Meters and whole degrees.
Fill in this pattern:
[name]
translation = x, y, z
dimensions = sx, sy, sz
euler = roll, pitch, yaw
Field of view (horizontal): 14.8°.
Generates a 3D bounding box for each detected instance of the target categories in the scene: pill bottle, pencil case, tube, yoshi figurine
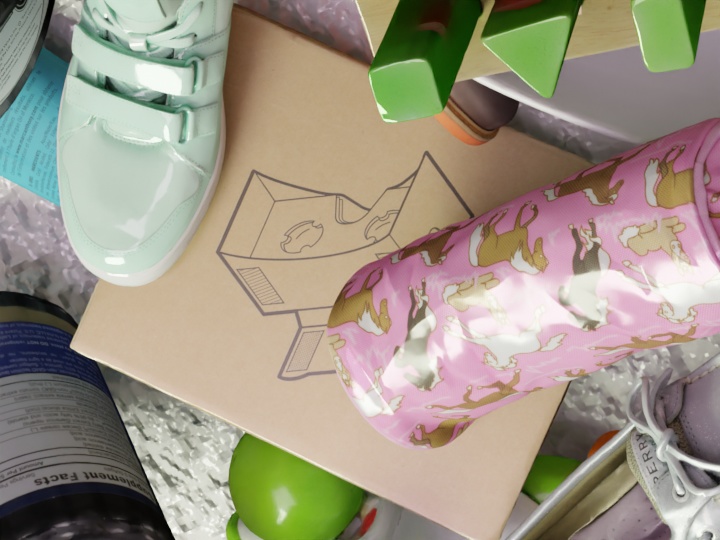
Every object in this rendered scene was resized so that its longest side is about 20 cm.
[pill bottle]
translation = -0.144, 0.113, 1.214
dimensions = 0.112, 0.112, 0.200
euler = -63, 39, 34
[pencil case]
translation = 0.080, 0.007, 1.055
dimensions = 0.200, 0.083, 0.087
euler = -22, 110, 38
[tube]
translation = -0.143, -0.066, 1.220
dimensions = 0.200, 0.050, 0.078
euler = 30, 104, 10
[yoshi figurine]
translation = 0.023, 0.106, 1.205
dimensions = 0.200, 0.112, 0.112
euler = 2, 109, 25

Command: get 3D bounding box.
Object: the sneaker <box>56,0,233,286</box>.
[sneaker]
translation = -0.095, -0.090, 1.099
dimensions = 0.074, 0.118, 0.201
euler = 13, 97, 13

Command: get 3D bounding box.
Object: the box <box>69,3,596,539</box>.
[box]
translation = 0.000, 0.000, 1.158
dimensions = 0.200, 0.021, 0.164
euler = 25, 95, 8

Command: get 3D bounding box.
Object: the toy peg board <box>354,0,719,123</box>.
[toy peg board]
translation = 0.068, -0.151, 0.932
dimensions = 0.200, 0.098, 0.199
euler = -10, 117, 17

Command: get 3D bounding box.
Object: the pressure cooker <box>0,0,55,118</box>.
[pressure cooker]
translation = -0.218, -0.131, 1.126
dimensions = 0.200, 0.179, 0.176
euler = 9, 97, 28

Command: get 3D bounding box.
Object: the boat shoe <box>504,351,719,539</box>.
[boat shoe]
translation = 0.107, 0.094, 1.069
dimensions = 0.065, 0.075, 0.202
euler = 14, 136, -31

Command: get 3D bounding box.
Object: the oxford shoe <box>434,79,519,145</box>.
[oxford shoe]
translation = 0.035, -0.144, 1.085
dimensions = 0.072, 0.071, 0.200
euler = -11, 111, 22

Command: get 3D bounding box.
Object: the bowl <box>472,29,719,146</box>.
[bowl]
translation = 0.137, -0.143, 1.022
dimensions = 0.199, 0.075, 0.200
euler = 19, 121, 2
